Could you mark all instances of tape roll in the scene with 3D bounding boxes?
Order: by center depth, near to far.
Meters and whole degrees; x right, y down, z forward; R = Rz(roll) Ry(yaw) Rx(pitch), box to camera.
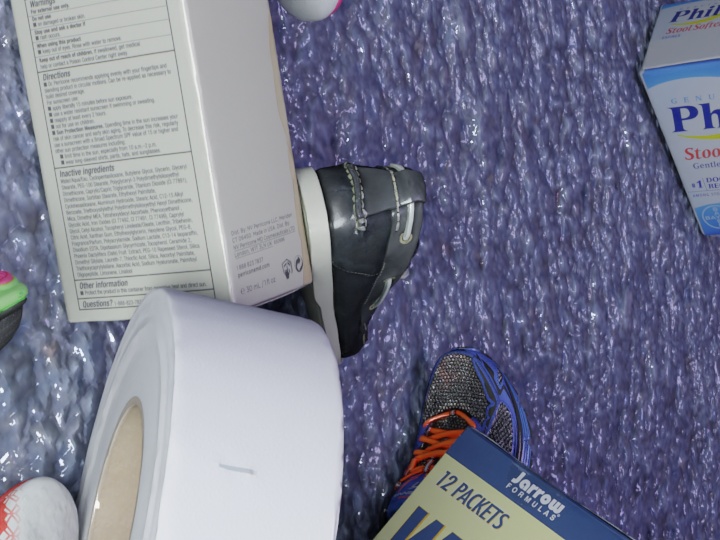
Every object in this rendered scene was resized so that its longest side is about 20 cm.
[{"bbox_3d":[-0.072,0.111,0.701,0.070,0.202,0.203,13,71,-17],"label":"tape roll"}]

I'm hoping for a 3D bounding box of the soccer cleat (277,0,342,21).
[{"bbox_3d":[-0.058,-0.233,0.904,0.086,0.070,0.201,-11,94,-42],"label":"soccer cleat"}]

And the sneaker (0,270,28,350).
[{"bbox_3d":[-0.195,0.072,0.638,0.200,0.076,0.084,-55,144,-38],"label":"sneaker"}]

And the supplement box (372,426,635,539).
[{"bbox_3d":[0.082,0.235,0.922,0.200,0.134,0.200,-49,134,-9],"label":"supplement box"}]

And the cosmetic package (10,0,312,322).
[{"bbox_3d":[-0.095,-0.081,0.778,0.073,0.103,0.201,-20,104,-58],"label":"cosmetic package"}]

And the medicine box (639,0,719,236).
[{"bbox_3d":[0.366,-0.140,1.462,0.200,0.181,0.103,59,40,-36],"label":"medicine box"}]

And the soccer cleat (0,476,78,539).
[{"bbox_3d":[-0.147,0.175,0.677,0.069,0.085,0.201,56,43,-39],"label":"soccer cleat"}]

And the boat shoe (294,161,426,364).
[{"bbox_3d":[0.000,0.000,0.884,0.200,0.067,0.072,95,-22,-69],"label":"boat shoe"}]

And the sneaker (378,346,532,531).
[{"bbox_3d":[0.053,0.139,1.024,0.078,0.075,0.201,34,57,-48],"label":"sneaker"}]
